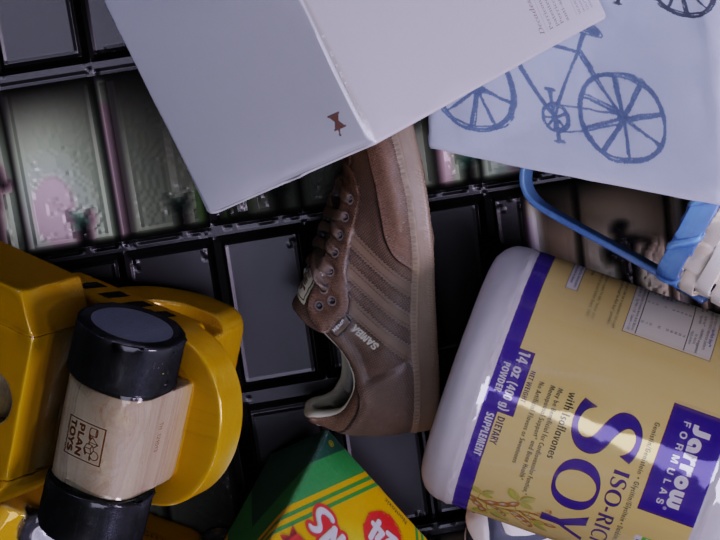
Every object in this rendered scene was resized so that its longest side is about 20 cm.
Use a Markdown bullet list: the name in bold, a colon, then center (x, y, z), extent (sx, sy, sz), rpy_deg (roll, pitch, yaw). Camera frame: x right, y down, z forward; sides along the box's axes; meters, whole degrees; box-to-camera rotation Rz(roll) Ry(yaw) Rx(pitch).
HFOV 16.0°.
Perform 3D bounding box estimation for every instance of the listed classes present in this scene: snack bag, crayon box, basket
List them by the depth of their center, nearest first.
- **snack bag**: center (0.105, -0.138, 1.282), extent (0.188, 0.021, 0.200), rpy_deg (13, 119, 35)
- **basket**: center (0.203, -0.061, 1.349), extent (0.200, 0.139, 0.176), rpy_deg (36, 106, 11)
- **crayon box**: center (-0.027, 0.198, 1.371), extent (0.051, 0.200, 0.127), rpy_deg (-27, 114, 38)

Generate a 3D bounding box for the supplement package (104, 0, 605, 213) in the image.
- **supplement package**: center (0.001, -0.125, 1.220), extent (0.117, 0.200, 0.117), rpy_deg (-20, 98, 43)

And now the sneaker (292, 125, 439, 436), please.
- **sneaker**: center (0.000, 0.000, 1.370), extent (0.075, 0.070, 0.200), rpy_deg (-7, 110, -4)

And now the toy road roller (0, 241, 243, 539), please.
- **toy road roller**: center (-0.152, 0.055, 1.361), extent (0.200, 0.146, 0.123), rpy_deg (22, 111, 25)

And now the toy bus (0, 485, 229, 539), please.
- **toy bus**: center (-0.122, 0.177, 1.423), extent (0.200, 0.065, 0.078), rpy_deg (22, 107, -15)

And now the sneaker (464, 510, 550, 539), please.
- **sneaker**: center (0.146, 0.193, 1.443), extent (0.199, 0.080, 0.130), rpy_deg (16, 124, 1)

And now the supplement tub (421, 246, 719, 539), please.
- **supplement tub**: center (0.146, 0.083, 1.354), extent (0.200, 0.145, 0.145), rpy_deg (19, 108, 6)
